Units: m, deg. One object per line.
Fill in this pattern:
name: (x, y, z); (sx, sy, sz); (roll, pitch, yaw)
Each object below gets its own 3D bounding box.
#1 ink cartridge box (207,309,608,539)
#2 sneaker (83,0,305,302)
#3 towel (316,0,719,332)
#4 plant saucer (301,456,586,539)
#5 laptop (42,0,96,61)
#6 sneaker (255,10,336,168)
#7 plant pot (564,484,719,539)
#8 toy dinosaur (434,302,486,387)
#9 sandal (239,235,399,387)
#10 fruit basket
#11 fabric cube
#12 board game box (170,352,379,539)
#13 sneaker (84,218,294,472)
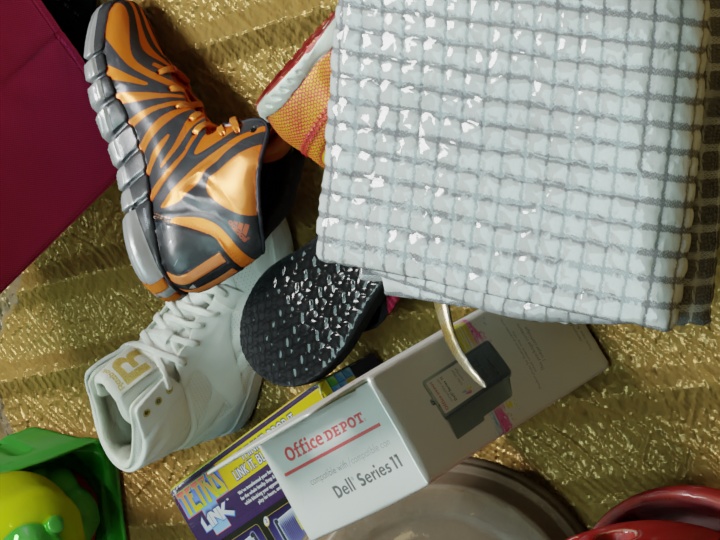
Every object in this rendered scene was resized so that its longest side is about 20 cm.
ink cartridge box: (0.026, 0.081, 1.265); (0.117, 0.200, 0.067); (-33, 86, 49)
sneaker: (-0.094, -0.087, 1.406); (0.112, 0.078, 0.200); (-23, 71, 20)
towel: (0.081, -0.063, 1.132); (0.200, 0.086, 0.166); (9, 101, 31)
plant saucer: (0.049, 0.208, 1.353); (0.200, 0.029, 0.201); (0, 89, 12)
laptop: (-0.255, -0.227, 1.465); (0.177, 0.103, 0.200); (39, 134, 26)
sneaker: (0.017, -0.127, 1.281); (0.077, 0.073, 0.200); (38, 142, -5)
plant pot: (0.158, 0.223, 1.213); (0.200, 0.182, 0.201); (18, 120, 34)
toy dinosaur: (0.041, -0.038, 1.236); (0.101, 0.058, 0.200); (162, 119, -69)
sandal: (0.000, 0.000, 1.370); (0.200, 0.045, 0.075); (-47, 66, 32)
fruit basket: (-0.247, 0.197, 1.610); (0.215, 0.215, 0.156); (18, 123, 39)
fabric cube: (-0.300, -0.079, 1.475); (0.196, 0.199, 0.200); (-7, 125, 49)
board game box: (-0.017, 0.166, 1.468); (0.200, 0.057, 0.166); (-37, 81, 49)
sneaker: (-0.110, 0.042, 1.452); (0.074, 0.115, 0.200); (36, 131, 30)
